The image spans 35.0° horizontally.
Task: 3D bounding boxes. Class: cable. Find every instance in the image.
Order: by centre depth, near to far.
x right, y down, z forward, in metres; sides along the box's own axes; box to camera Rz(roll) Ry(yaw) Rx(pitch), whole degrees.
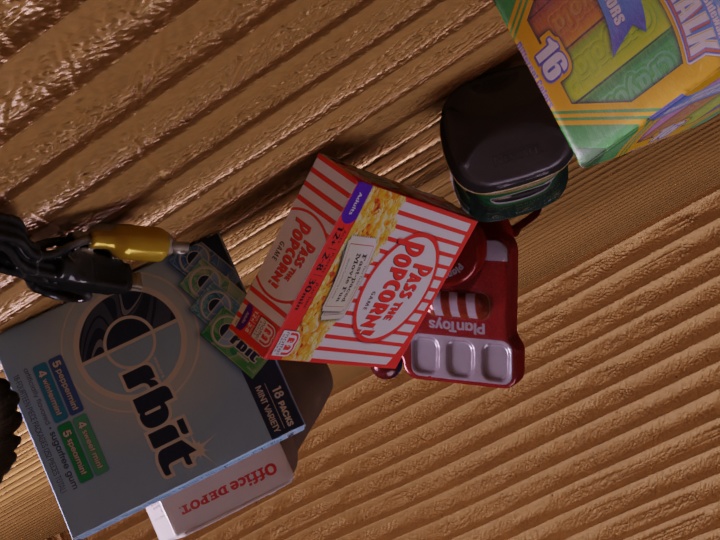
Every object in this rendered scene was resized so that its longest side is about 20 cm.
[{"bbox_3d":[-0.197,-0.015,0.704,0.096,0.051,0.199,-11,166,25],"label":"cable"}]

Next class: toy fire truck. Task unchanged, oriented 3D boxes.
[{"bbox_3d":[0.058,0.024,1.082,0.197,0.171,0.112,3,-172,23],"label":"toy fire truck"}]

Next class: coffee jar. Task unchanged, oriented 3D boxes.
[{"bbox_3d":[0.118,-0.098,0.917,0.103,0.087,0.200,-17,173,5],"label":"coffee jar"}]

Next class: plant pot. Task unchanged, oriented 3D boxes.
[{"bbox_3d":[-0.131,0.186,1.614,0.174,0.201,0.200,-40,-179,-35],"label":"plant pot"}]

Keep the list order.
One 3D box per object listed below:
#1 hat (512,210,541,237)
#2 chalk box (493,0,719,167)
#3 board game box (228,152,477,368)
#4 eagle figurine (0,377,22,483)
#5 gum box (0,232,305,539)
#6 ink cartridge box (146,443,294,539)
[{"bbox_3d":[0.138,-0.031,1.624,0.199,0.178,0.165,29,139,-32],"label":"hat"},{"bbox_3d":[0.188,-0.164,0.613,0.123,0.126,0.200,-21,169,-33],"label":"chalk box"},{"bbox_3d":[0.000,0.000,0.923,0.199,0.046,0.153,10,111,-58],"label":"board game box"},{"bbox_3d":[-0.345,0.129,0.771,0.151,0.152,0.199,-49,160,15],"label":"eagle figurine"},{"bbox_3d":[-0.167,0.091,0.910,0.198,0.172,0.045,-24,171,-9],"label":"gum box"},{"bbox_3d":[-0.180,0.164,1.206,0.145,0.202,0.084,-21,172,-28],"label":"ink cartridge box"}]
